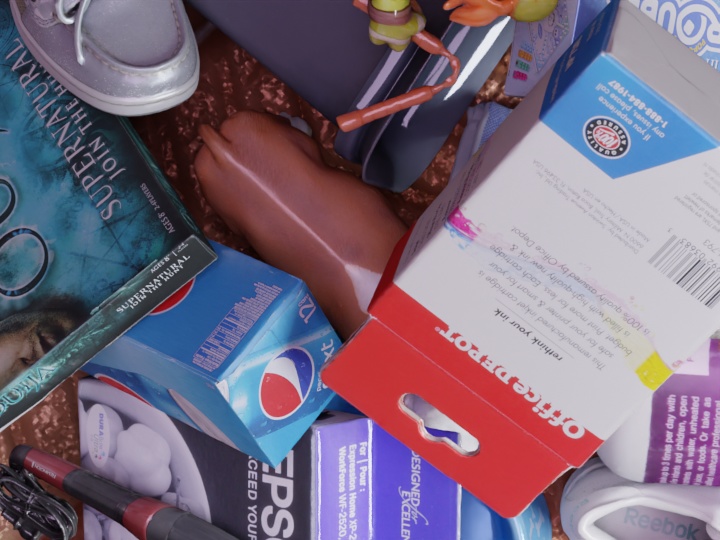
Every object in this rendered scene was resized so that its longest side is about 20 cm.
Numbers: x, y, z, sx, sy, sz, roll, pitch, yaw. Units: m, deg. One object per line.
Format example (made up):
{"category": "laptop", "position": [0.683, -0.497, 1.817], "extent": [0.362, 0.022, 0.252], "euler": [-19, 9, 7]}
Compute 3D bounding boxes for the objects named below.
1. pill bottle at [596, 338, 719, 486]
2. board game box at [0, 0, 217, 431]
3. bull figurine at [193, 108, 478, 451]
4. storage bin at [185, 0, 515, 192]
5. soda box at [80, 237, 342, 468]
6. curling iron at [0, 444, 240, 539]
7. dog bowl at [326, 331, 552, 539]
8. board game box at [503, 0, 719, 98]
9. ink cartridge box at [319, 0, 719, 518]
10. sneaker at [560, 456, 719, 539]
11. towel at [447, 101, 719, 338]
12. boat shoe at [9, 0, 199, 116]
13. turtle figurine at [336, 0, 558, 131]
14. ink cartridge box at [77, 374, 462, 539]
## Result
{"category": "pill bottle", "position": [0.171, 0.046, 1.133], "extent": [0.200, 0.112, 0.113], "euler": [3, 94, 5]}
{"category": "board game box", "position": [-0.164, -0.034, 1.111], "extent": [0.135, 0.028, 0.200], "euler": [-39, 53, 5]}
{"category": "bull figurine", "position": [0.000, 0.000, 1.141], "extent": [0.065, 0.121, 0.200], "euler": [-41, 89, 7]}
{"category": "storage bin", "position": [0.010, -0.158, 1.129], "extent": [0.134, 0.146, 0.200], "euler": [34, 96, 12]}
{"category": "soda box", "position": [-0.100, 0.017, 1.118], "extent": [0.200, 0.068, 0.064], "euler": [23, 65, 40]}
{"category": "curling iron", "position": [-0.092, 0.125, 1.123], "extent": [0.200, 0.026, 0.050], "euler": [15, 130, 28]}
{"category": "dog bowl", "position": [0.004, 0.105, 1.184], "extent": [0.200, 0.050, 0.112], "euler": [42, 97, 2]}
{"category": "board game box", "position": [0.162, -0.166, 1.091], "extent": [0.043, 0.200, 0.199], "euler": [15, 99, 49]}
{"category": "ink cartridge box", "position": [0.086, -0.001, 1.014], "extent": [0.116, 0.067, 0.200], "euler": [37, 119, -9]}
{"category": "sneaker", "position": [0.194, 0.133, 1.148], "extent": [0.200, 0.088, 0.075], "euler": [5, 93, 5]}
{"category": "towel", "position": [0.134, -0.024, 1.114], "extent": [0.200, 0.147, 0.024], "euler": [8, 129, 11]}
{"category": "boat shoe", "position": [-0.132, -0.158, 1.109], "extent": [0.074, 0.065, 0.202], "euler": [-18, 62, -15]}
{"category": "turtle figurine", "position": [0.038, -0.159, 1.010], "extent": [0.200, 0.064, 0.162], "euler": [-33, 74, 26]}
{"category": "ink cartridge box", "position": [-0.045, 0.156, 1.137], "extent": [0.200, 0.043, 0.199], "euler": [8, 106, 33]}
